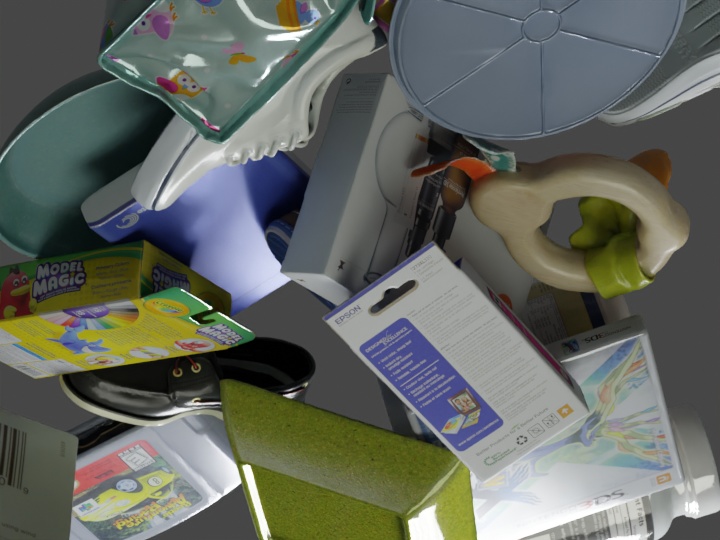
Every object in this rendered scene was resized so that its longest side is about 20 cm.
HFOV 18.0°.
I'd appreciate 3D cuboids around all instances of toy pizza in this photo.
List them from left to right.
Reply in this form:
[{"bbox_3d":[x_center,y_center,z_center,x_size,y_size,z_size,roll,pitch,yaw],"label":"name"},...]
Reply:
[{"bbox_3d":[0.113,-0.166,1.463,0.199,0.032,0.201,-9,136,-9],"label":"toy pizza"}]

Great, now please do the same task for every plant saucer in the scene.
[{"bbox_3d":[-0.163,-0.080,1.546,0.199,0.036,0.200,-19,149,-12],"label":"plant saucer"},{"bbox_3d":[-0.013,0.177,1.713,0.199,0.048,0.200,17,149,17],"label":"plant saucer"}]

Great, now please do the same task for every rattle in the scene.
[{"bbox_3d":[0.136,-0.079,1.611,0.199,0.144,0.130,24,153,-13],"label":"rattle"}]

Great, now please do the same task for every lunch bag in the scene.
[{"bbox_3d":[-0.056,-0.204,1.359,0.122,0.171,0.200,34,120,-28],"label":"lunch bag"}]

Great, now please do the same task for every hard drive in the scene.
[{"bbox_3d":[-0.093,-0.036,1.604,0.132,0.025,0.200,-32,151,10],"label":"hard drive"}]

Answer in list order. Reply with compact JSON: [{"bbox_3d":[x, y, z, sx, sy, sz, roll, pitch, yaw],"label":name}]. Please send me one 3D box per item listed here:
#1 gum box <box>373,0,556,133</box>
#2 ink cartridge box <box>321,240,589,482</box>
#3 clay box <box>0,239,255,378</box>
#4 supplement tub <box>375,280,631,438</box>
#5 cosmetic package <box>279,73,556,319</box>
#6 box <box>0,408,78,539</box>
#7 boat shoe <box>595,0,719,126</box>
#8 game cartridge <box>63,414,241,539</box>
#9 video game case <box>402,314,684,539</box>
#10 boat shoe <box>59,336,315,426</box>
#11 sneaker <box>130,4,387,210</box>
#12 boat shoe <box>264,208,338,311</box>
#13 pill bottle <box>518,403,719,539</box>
[{"bbox_3d":[0.096,-0.186,1.510,0.199,0.066,0.113,27,122,-38],"label":"gum box"},{"bbox_3d":[0.066,0.058,1.561,0.094,0.037,0.200,-34,127,14],"label":"ink cartridge box"},{"bbox_3d":[-0.182,0.028,1.606,0.199,0.048,0.115,-10,156,27],"label":"clay box"},{"bbox_3d":[0.120,0.090,1.765,0.199,0.145,0.145,-19,139,3],"label":"supplement tub"},{"bbox_3d":[0.046,-0.029,1.607,0.051,0.152,0.200,6,162,46],"label":"cosmetic package"},{"bbox_3d":[-0.336,0.210,1.686,0.198,0.201,0.172,23,128,-21],"label":"box"},{"bbox_3d":[0.244,-0.166,1.593,0.199,0.074,0.067,-26,166,9],"label":"boat shoe"},{"bbox_3d":[-0.191,0.168,1.834,0.199,0.041,0.133,-27,142,12],"label":"game cartridge"},{"bbox_3d":[0.140,0.126,1.684,0.181,0.022,0.200,-19,139,3],"label":"video game case"},{"bbox_3d":[-0.130,0.078,1.727,0.200,0.074,0.063,6,130,-28],"label":"boat shoe"},{"bbox_3d":[-0.066,-0.101,1.461,0.071,0.073,0.200,45,107,2],"label":"sneaker"},{"bbox_3d":[0.000,0.000,1.651,0.072,0.072,0.200,-49,143,-3],"label":"boat shoe"},{"bbox_3d":[0.194,0.182,1.913,0.199,0.117,0.117,-15,139,-3],"label":"pill bottle"}]
